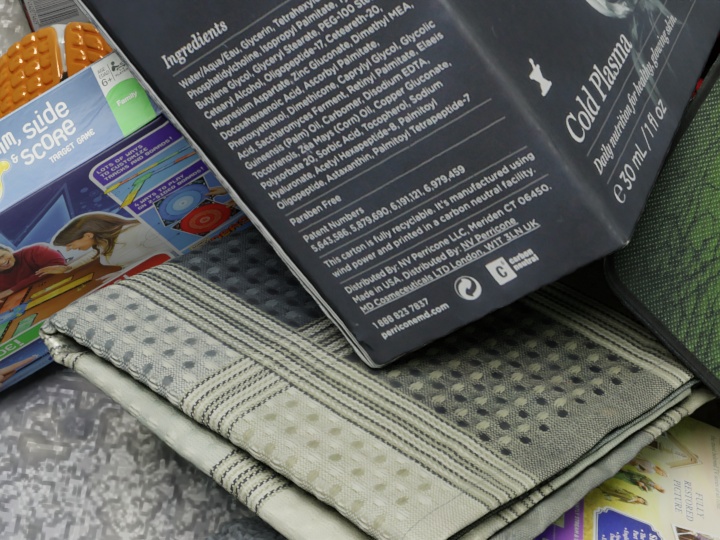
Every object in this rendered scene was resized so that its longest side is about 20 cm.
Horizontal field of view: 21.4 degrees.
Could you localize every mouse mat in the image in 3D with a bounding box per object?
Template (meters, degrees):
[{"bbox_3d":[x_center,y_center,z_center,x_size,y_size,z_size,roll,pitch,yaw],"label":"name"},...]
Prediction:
[{"bbox_3d":[0.185,-0.027,0.720,0.161,0.008,0.200,42,67,-20],"label":"mouse mat"}]

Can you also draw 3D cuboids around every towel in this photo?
[{"bbox_3d":[0.015,0.033,0.709,0.199,0.035,0.192,28,39,36],"label":"towel"}]

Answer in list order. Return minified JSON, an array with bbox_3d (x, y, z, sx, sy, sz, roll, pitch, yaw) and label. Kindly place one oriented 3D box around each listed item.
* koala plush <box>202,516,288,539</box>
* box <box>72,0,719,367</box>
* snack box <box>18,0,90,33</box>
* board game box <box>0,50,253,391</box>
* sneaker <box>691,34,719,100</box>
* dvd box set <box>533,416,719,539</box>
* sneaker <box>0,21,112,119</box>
[{"bbox_3d":[-0.012,0.170,0.696,0.177,0.184,0.201,-25,58,-9],"label":"koala plush"},{"bbox_3d":[0.019,-0.112,0.683,0.197,0.124,0.200,50,38,-15],"label":"box"},{"bbox_3d":[-0.088,-0.217,0.893,0.199,0.068,0.169,-21,67,-6],"label":"snack box"},{"bbox_3d":[-0.143,0.000,0.747,0.199,0.135,0.035,-30,68,5],"label":"board game box"},{"bbox_3d":[0.207,-0.075,0.790,0.199,0.116,0.079,-12,75,-17],"label":"sneaker"},{"bbox_3d":[0.119,0.104,0.716,0.199,0.030,0.147,21,31,-6],"label":"dvd box set"},{"bbox_3d":[-0.072,-0.074,0.827,0.199,0.092,0.076,-11,80,30],"label":"sneaker"}]
